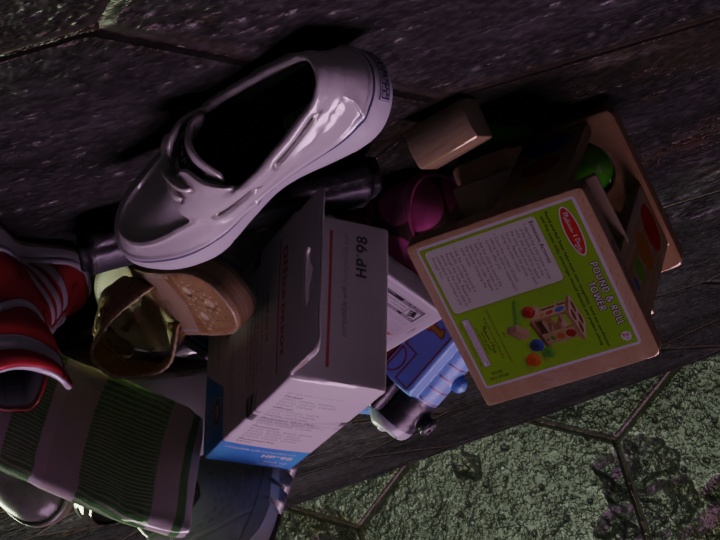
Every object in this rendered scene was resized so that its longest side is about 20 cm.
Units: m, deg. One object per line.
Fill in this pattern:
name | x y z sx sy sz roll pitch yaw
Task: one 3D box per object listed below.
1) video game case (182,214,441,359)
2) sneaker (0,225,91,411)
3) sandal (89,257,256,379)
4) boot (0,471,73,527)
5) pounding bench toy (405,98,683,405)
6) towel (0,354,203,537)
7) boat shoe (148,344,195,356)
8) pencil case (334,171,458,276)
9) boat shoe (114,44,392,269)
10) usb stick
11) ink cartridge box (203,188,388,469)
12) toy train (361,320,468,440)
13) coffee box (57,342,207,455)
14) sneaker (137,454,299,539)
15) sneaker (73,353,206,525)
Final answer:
video game case | -0.051 0.025 1.310 0.143 0.018 0.200 35 140 -20
sneaker | -0.209 0.040 1.146 0.071 0.113 0.200 -22 168 10
sandal | -0.149 0.038 1.221 0.070 0.078 0.212 -44 -164 -28
boot | -0.284 0.095 1.179 0.073 0.182 0.200 -40 167 14
pounding bench toy | 0.112 -0.047 1.217 0.124 0.200 0.156 -19 -160 25
towel | -0.194 0.092 1.175 0.023 0.200 0.153 -57 -166 21
boat shoe | -0.073 0.056 1.501 0.202 0.086 0.075 -14 168 -15
pencil case | 0.000 0.000 1.347 0.200 0.091 0.094 -23 175 40
boat shoe | -0.075 -0.064 0.987 0.200 0.074 0.065 -36 155 32
usb stick | -0.084 -0.036 1.175 0.200 0.033 0.055 -15 166 -13
ink cartridge box | -0.036 0.042 1.187 0.067 0.116 0.200 12 153 -21
toy train | 0.053 0.042 1.429 0.200 0.114 0.087 -50 156 12
coffee box | -0.198 0.103 1.379 0.200 0.080 0.114 4 -175 44
sneaker | -0.102 0.130 1.287 0.115 0.200 0.075 20 126 -3
sneaker | -0.157 0.167 1.471 0.075 0.106 0.200 -5 143 -47
